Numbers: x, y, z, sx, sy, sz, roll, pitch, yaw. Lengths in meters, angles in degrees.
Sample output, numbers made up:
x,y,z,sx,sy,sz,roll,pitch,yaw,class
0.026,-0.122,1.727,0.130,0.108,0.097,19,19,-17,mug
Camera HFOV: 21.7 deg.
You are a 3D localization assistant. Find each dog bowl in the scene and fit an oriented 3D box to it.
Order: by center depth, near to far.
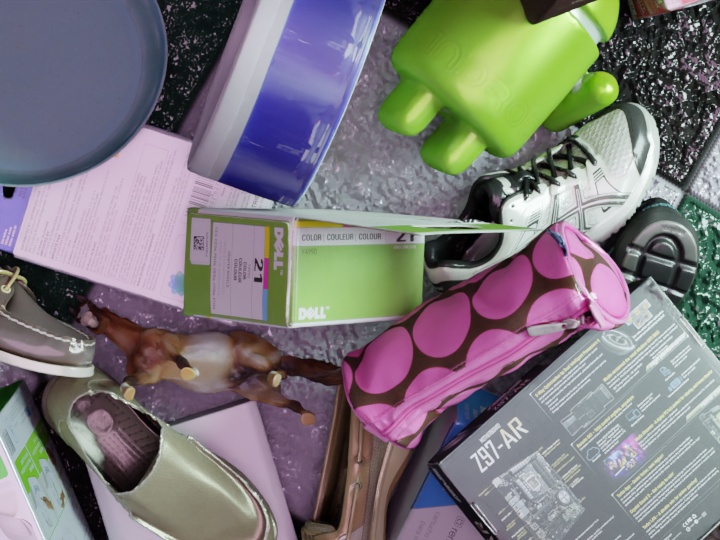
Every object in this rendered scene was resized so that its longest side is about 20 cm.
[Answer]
x,y,z,sx,sy,sz,roll,pitch,yaw,class
-0.047,-0.148,1.268,0.078,0.200,0.201,20,92,-9,dog bowl

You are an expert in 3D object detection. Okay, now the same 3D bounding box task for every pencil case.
x,y,z,sx,sy,sz,roll,pitch,yaw,class
0.080,0.048,1.255,0.200,0.094,0.091,-34,124,24,pencil case

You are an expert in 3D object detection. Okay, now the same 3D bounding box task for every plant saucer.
x,y,z,sx,sy,sz,roll,pitch,yaw,class
-0.234,-0.149,1.308,0.199,0.027,0.202,2,72,-5,plant saucer

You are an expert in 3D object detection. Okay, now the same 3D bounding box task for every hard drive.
x,y,z,sx,sy,sz,roll,pitch,yaw,class
-0.111,0.208,1.374,0.131,0.026,0.201,-17,95,-4,hard drive

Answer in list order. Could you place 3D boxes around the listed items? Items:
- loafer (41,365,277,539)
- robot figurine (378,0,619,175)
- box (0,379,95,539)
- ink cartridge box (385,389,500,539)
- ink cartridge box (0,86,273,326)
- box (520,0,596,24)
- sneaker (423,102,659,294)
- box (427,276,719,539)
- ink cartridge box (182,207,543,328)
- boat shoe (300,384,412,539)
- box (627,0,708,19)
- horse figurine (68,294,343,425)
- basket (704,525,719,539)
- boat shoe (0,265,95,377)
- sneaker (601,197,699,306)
x,y,z,sx,sy,sz,roll,pitch,yaw,class
-0.143,0.145,1.318,0.200,0.068,0.076,38,90,-7,loafer
0.102,-0.162,1.323,0.175,0.116,0.200,40,89,-13,robot figurine
-0.242,0.183,1.273,0.096,0.200,0.177,-22,97,-3,box
0.127,0.189,1.354,0.199,0.084,0.145,23,107,-7,ink cartridge box
-0.167,-0.046,1.344,0.199,0.042,0.120,17,92,-9,ink cartridge box
0.166,-0.272,1.173,0.163,0.200,0.167,-21,90,-4,box
0.128,-0.049,1.333,0.200,0.076,0.088,-47,133,4,sneaker
0.170,0.129,1.278,0.200,0.044,0.160,-41,93,-11,box
0.000,0.000,1.262,0.199,0.147,0.076,7,95,39,ink cartridge box
-0.015,0.167,1.348,0.063,0.073,0.202,22,85,-23,boat shoe
0.220,-0.288,1.335,0.095,0.100,0.201,-18,95,-4,box
-0.103,0.067,1.328,0.199,0.133,0.050,7,101,-17,horse figurine
0.349,0.217,1.336,0.199,0.198,0.161,30,89,-7,basket
-0.269,0.019,1.303,0.199,0.072,0.060,21,93,16,boat shoe
0.192,0.039,1.373,0.075,0.079,0.201,18,112,-12,sneaker
